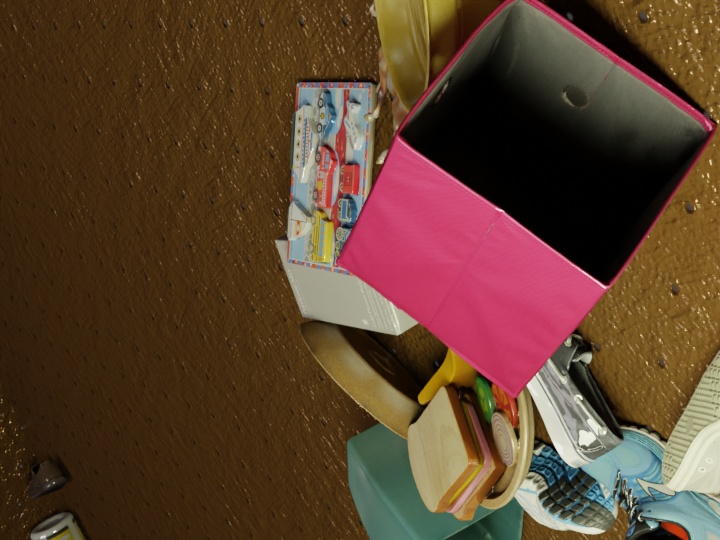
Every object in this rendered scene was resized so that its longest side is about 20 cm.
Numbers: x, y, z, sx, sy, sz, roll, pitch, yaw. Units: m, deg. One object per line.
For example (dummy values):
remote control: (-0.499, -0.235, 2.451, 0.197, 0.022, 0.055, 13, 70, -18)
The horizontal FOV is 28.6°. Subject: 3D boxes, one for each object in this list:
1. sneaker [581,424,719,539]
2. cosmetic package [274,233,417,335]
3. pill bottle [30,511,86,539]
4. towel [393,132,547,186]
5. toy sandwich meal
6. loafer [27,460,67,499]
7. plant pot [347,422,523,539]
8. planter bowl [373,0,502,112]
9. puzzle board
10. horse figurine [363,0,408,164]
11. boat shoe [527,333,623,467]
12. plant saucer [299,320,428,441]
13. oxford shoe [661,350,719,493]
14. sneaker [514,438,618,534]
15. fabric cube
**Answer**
sneaker: (0.273, 0.217, 1.330, 0.200, 0.090, 0.079, 34, 143, 45)
cosmetic package: (0.000, 0.000, 1.573, 0.200, 0.090, 0.107, 2, 117, 54)
pill bottle: (-0.691, 0.683, 3.353, 0.112, 0.112, 0.201, -6, 111, 60)
towel: (0.105, -0.117, 1.343, 0.133, 0.034, 0.200, 56, 152, 4)
toy sandwich meal: (0.112, 0.163, 1.493, 0.205, 0.070, 0.207, 178, 90, -68)
loafer: (-0.726, 0.477, 3.270, 0.200, 0.073, 0.071, -34, 77, 58)
plant pot: (0.075, 0.273, 1.671, 0.200, 0.141, 0.142, 45, 150, 39)
planter bowl: (0.069, -0.237, 1.197, 0.200, 0.083, 0.202, 171, 90, -80)
puzzle board: (-0.036, -0.100, 1.513, 0.150, 0.017, 0.201, 11, 98, 55)
horse figurine: (0.039, -0.165, 1.335, 0.133, 0.050, 0.201, 113, 152, -48)
boat shoe: (0.192, 0.088, 1.370, 0.068, 0.072, 0.201, -33, 71, 29)
plant saucer: (0.015, 0.118, 1.629, 0.200, 0.035, 0.200, 41, -171, -8)
oxford shoe: (0.318, 0.124, 1.210, 0.057, 0.075, 0.201, 14, 135, -3)
sneaker: (0.215, 0.240, 1.478, 0.087, 0.075, 0.200, 59, 167, -20)
fabric cube: (0.127, -0.059, 1.140, 0.200, 0.196, 0.200, 36, 149, 5)
